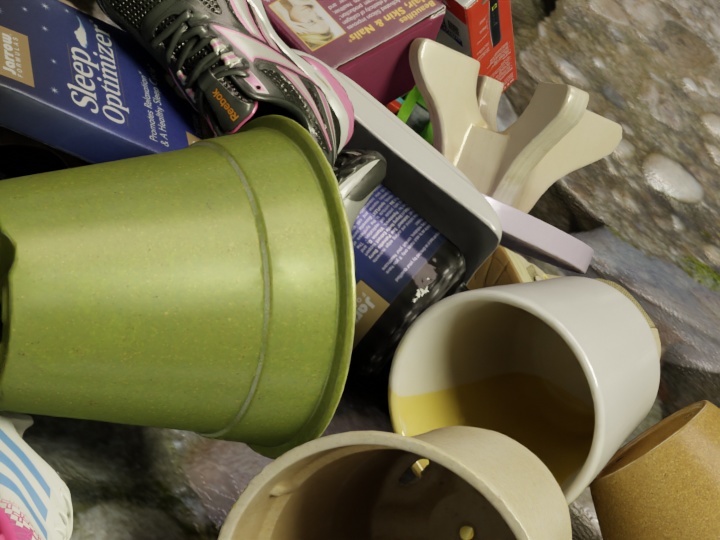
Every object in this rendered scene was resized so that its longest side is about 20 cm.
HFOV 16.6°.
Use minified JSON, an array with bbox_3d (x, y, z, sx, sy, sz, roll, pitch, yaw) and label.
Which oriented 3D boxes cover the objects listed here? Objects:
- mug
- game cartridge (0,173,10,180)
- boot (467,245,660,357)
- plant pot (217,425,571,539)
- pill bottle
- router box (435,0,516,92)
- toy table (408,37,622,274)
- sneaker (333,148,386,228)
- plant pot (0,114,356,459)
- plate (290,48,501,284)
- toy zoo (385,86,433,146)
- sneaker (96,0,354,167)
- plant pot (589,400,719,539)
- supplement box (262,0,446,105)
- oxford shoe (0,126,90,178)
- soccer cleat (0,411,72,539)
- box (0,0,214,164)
[{"bbox_3d":[0.105,0.079,1.595,0.150,0.187,0.153,60,32,4],"label":"mug"},{"bbox_3d":[-0.200,-0.029,1.596,0.130,0.038,0.200,27,32,-25],"label":"game cartridge"},{"bbox_3d":[0.164,0.078,1.799,0.155,0.073,0.200,14,42,-44],"label":"boot"},{"bbox_3d":[0.038,0.173,1.447,0.200,0.200,0.183,43,19,8],"label":"plant pot"},{"bbox_3d":[0.000,0.000,1.688,0.200,0.112,0.112,40,31,4],"label":"pill bottle"},{"bbox_3d":[0.033,-0.234,1.963,0.200,0.049,0.180,40,-14,21],"label":"router box"},{"bbox_3d":[0.103,-0.087,1.860,0.200,0.117,0.184,23,-3,-37],"label":"toy table"},{"bbox_3d":[-0.048,0.002,1.602,0.079,0.200,0.074,46,-16,-26],"label":"sneaker"},{"bbox_3d":[-0.132,0.011,1.389,0.190,0.200,0.200,-1,46,-29],"label":"plant pot"},{"bbox_3d":[0.012,-0.068,1.738,0.200,0.200,0.032,40,72,4],"label":"plate"},{"bbox_3d":[-0.014,-0.156,1.970,0.200,0.020,0.131,35,31,-5],"label":"toy zoo"},{"bbox_3d":[-0.082,-0.127,1.546,0.200,0.080,0.086,36,28,-17],"label":"sneaker"},{"bbox_3d":[0.238,0.189,1.569,0.200,0.186,0.186,56,32,0],"label":"plant pot"},{"bbox_3d":[-0.055,-0.208,1.872,0.131,0.103,0.200,-31,69,-32],"label":"supplement box"},{"bbox_3d":[-0.165,-0.056,1.588,0.200,0.073,0.084,23,54,-25],"label":"oxford shoe"},{"bbox_3d":[-0.183,0.146,1.342,0.086,0.070,0.200,9,41,-38],"label":"soccer cleat"},{"bbox_3d":[-0.179,-0.118,1.526,0.200,0.032,0.121,22,34,-30],"label":"box"}]
